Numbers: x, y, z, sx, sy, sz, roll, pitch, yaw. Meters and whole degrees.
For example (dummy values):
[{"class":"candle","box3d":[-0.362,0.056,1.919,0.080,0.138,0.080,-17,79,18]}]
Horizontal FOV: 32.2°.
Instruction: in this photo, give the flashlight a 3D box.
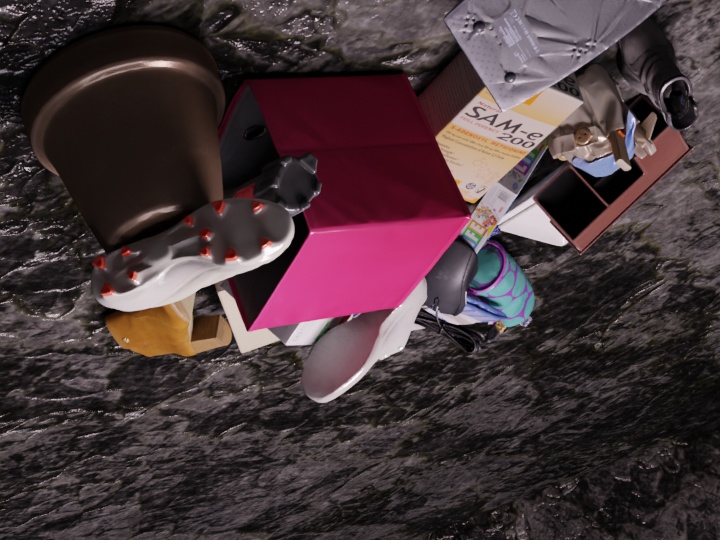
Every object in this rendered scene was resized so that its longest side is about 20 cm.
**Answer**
[{"class":"flashlight","box3d":[-0.111,-0.059,1.215,0.067,0.069,0.199,-11,177,-31]}]

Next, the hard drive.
[{"class":"hard drive","box3d":[0.192,-0.266,1.251,0.199,0.042,0.135,-34,117,10]}]

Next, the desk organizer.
[{"class":"desk organizer","box3d":[0.325,-0.125,1.617,0.200,0.072,0.077,-44,143,7]}]

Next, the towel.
[{"class":"towel","box3d":[0.098,0.065,1.838,0.198,0.024,0.146,-7,162,35]}]

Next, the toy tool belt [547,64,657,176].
[{"class":"toy tool belt","box3d":[0.293,-0.156,1.485,0.125,0.123,0.200,-42,164,15]}]

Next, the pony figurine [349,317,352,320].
[{"class":"pony figurine","box3d":[0.000,0.000,1.617,0.200,0.166,0.193,-50,175,41]}]

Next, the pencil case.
[{"class":"pencil case","box3d":[0.202,0.023,1.865,0.093,0.085,0.200,-55,152,-4]}]

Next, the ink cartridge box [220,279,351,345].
[{"class":"ink cartridge box","box3d":[-0.073,0.037,1.486,0.051,0.109,0.200,-54,161,12]}]

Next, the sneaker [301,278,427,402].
[{"class":"sneaker","box3d":[0.015,0.085,1.467,0.200,0.075,0.089,-49,145,-11]}]

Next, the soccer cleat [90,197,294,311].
[{"class":"soccer cleat","box3d":[-0.149,-0.013,1.127,0.198,0.070,0.078,-18,161,11]}]

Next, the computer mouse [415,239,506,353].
[{"class":"computer mouse","box3d":[0.128,0.045,1.620,0.139,0.046,0.201,26,145,4]}]

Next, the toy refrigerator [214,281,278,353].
[{"class":"toy refrigerator","box3d":[-0.147,0.027,1.606,0.069,0.077,0.201,-19,154,-5]}]

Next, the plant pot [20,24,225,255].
[{"class":"plant pot","box3d":[-0.208,-0.101,1.184,0.198,0.176,0.201,-17,156,-8]}]

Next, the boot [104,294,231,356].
[{"class":"boot","box3d":[-0.266,0.049,1.568,0.142,0.071,0.202,-9,140,23]}]

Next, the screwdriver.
[{"class":"screwdriver","box3d":[0.201,-0.065,1.696,0.199,0.029,0.028,-29,125,35]}]

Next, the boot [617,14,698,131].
[{"class":"boot","box3d":[0.352,-0.214,1.455,0.069,0.133,0.200,-31,154,17]}]

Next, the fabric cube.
[{"class":"fabric cube","box3d":[-0.036,-0.077,1.342,0.197,0.202,0.197,-8,151,-31]}]

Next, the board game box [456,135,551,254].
[{"class":"board game box","box3d":[0.172,-0.089,1.586,0.135,0.034,0.201,-55,176,-37]}]

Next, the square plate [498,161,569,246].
[{"class":"square plate","box3d":[0.305,-0.108,1.754,0.198,0.029,0.199,-37,151,30]}]

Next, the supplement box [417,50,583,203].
[{"class":"supplement box","box3d":[0.136,-0.172,1.410,0.125,0.074,0.200,14,139,-33]}]
